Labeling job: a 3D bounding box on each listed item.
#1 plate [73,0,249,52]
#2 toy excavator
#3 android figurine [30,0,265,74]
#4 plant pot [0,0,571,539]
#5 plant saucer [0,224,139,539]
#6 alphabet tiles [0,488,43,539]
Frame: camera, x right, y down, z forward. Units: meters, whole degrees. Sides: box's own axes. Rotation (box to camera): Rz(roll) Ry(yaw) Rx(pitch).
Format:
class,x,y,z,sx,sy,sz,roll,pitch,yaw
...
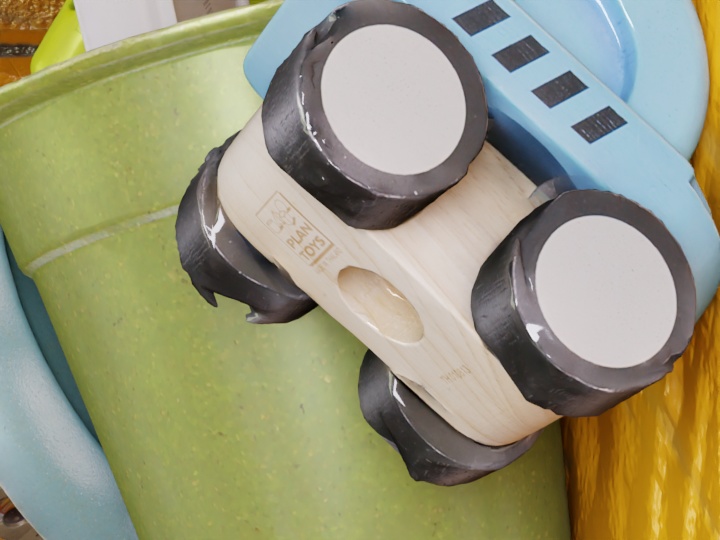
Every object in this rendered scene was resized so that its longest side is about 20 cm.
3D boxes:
class,x,y,z,sx,sy,sz,roll,pitch,yaw
plate,-0.079,-0.136,0.820,0.200,0.032,0.202,-71,-29,-73
toy excavator,0.032,-0.077,0.536,0.200,0.194,0.100,-50,3,-28
android figurine,-0.075,-0.078,0.990,0.041,0.181,0.201,41,102,45
plant pot,-0.014,0.029,0.653,0.200,0.198,0.192,145,112,-79
plant saucer,-0.089,0.025,0.744,0.201,0.027,0.201,52,-158,-30
alphabet tiles,-0.077,0.079,0.936,0.200,0.167,0.008,34,-161,-51
